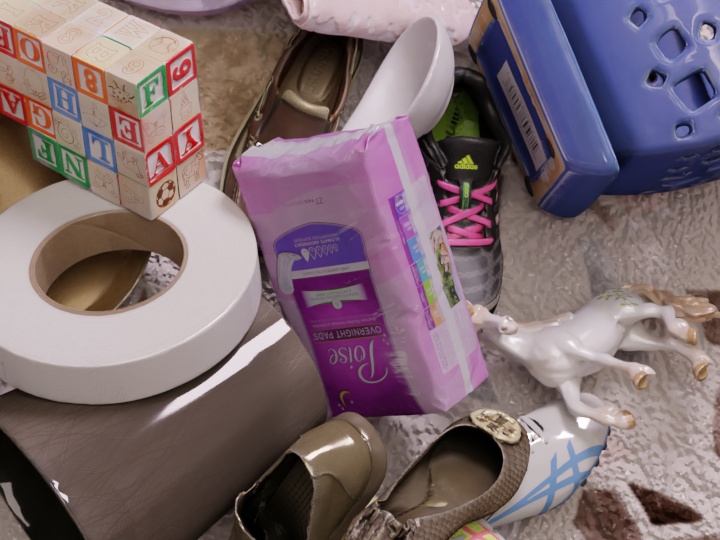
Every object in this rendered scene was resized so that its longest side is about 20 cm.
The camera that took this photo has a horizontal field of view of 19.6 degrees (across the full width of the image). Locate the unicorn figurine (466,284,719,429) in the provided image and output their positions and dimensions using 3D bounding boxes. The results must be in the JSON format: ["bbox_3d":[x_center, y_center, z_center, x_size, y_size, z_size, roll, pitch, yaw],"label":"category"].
[{"bbox_3d":[0.158,0.051,1.476,0.137,0.074,0.199,29,25,36],"label":"unicorn figurine"}]

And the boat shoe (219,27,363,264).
[{"bbox_3d":[-0.051,-0.106,1.510,0.074,0.075,0.203,18,70,-3],"label":"boat shoe"}]

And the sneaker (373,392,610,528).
[{"bbox_3d":[0.090,0.139,1.445,0.199,0.073,0.072,-30,42,-16],"label":"sneaker"}]

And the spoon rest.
[{"bbox_3d":[0.010,-0.088,1.476,0.060,0.099,0.201,19,98,-21],"label":"spoon rest"}]

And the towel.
[{"bbox_3d":[-0.003,-0.255,1.533,0.199,0.032,0.192,1,67,-49],"label":"towel"}]

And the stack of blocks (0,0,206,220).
[{"bbox_3d":[-0.202,-0.130,1.432,0.199,0.116,0.059,27,49,28],"label":"stack of blocks"}]

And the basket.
[{"bbox_3d":[-0.132,0.109,1.394,0.199,0.137,0.180,-32,52,-22],"label":"basket"}]

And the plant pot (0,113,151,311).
[{"bbox_3d":[-0.244,-0.037,1.481,0.198,0.028,0.201,3,70,-8],"label":"plant pot"}]

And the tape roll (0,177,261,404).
[{"bbox_3d":[-0.166,0.007,1.392,0.201,0.037,0.203,-2,41,2],"label":"tape roll"}]

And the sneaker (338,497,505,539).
[{"bbox_3d":[0.075,0.203,1.357,0.199,0.090,0.079,22,92,6],"label":"sneaker"}]

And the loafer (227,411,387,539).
[{"bbox_3d":[-0.056,0.174,1.364,0.067,0.201,0.076,-1,37,-45],"label":"loafer"}]

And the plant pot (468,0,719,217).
[{"bbox_3d":[0.189,-0.150,1.497,0.179,0.200,0.201,-21,84,-8],"label":"plant pot"}]

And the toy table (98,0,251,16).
[{"bbox_3d":[-0.159,-0.263,1.504,0.199,0.117,0.185,14,88,5],"label":"toy table"}]

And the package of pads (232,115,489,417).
[{"bbox_3d":[0.000,0.000,1.415,0.076,0.120,0.201,-36,113,-48],"label":"package of pads"}]

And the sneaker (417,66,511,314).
[{"bbox_3d":[0.071,-0.059,1.507,0.073,0.087,0.201,1,72,-9],"label":"sneaker"}]

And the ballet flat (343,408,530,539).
[{"bbox_3d":[0.052,0.139,1.355,0.067,0.047,0.200,25,37,26],"label":"ballet flat"}]
